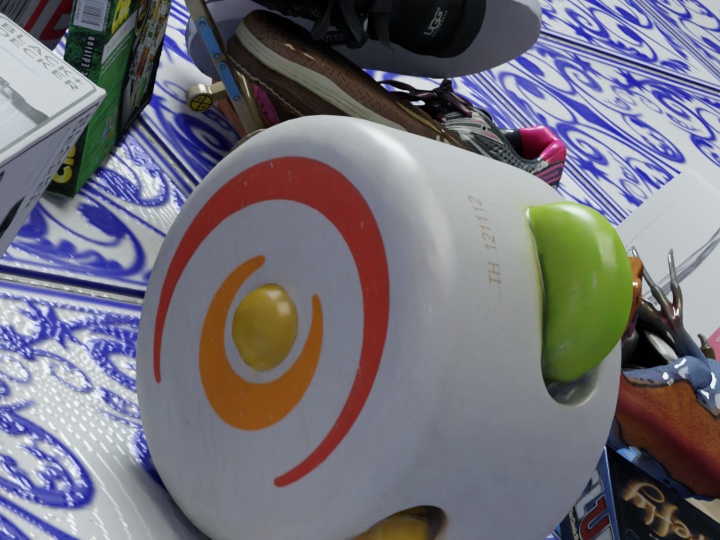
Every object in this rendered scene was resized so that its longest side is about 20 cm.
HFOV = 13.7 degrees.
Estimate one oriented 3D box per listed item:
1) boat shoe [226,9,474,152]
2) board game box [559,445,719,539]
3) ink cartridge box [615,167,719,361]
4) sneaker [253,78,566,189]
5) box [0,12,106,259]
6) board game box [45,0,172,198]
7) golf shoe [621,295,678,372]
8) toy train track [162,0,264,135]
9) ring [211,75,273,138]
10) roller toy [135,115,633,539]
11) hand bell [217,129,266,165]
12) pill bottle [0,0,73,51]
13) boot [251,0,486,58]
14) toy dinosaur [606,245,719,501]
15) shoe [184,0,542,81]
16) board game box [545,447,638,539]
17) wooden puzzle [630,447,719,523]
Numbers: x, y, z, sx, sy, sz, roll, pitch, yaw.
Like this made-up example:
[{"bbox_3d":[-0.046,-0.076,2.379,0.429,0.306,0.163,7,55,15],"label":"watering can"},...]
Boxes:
[{"bbox_3d":[-0.008,-0.062,1.549,0.202,0.075,0.075,32,10,-45],"label":"boat shoe"},{"bbox_3d":[0.172,0.178,1.323,0.200,0.035,0.136,34,30,-27],"label":"board game box"},{"bbox_3d":[0.228,0.045,1.655,0.147,0.083,0.200,49,1,-29],"label":"ink cartridge box"},{"bbox_3d":[0.026,-0.075,1.666,0.200,0.075,0.081,20,23,-37],"label":"sneaker"},{"bbox_3d":[-0.178,-0.025,1.177,0.060,0.117,0.200,35,17,1],"label":"box"},{"bbox_3d":[-0.123,-0.113,1.512,0.023,0.105,0.200,16,17,2],"label":"board game box"},{"bbox_3d":[0.127,0.042,1.566,0.092,0.073,0.200,33,3,22],"label":"golf shoe"},{"bbox_3d":[-0.077,-0.094,1.536,0.200,0.032,0.115,67,4,-50],"label":"toy train track"},{"bbox_3d":[-0.003,-0.055,1.714,0.200,0.019,0.201,32,19,-12],"label":"ring"},{"bbox_3d":[0.001,0.036,1.235,0.139,0.201,0.182,15,16,-44],"label":"roller toy"},{"bbox_3d":[0.023,0.014,1.426,0.199,0.104,0.104,20,23,-28],"label":"hand bell"},{"bbox_3d":[-0.162,-0.210,1.533,0.112,0.200,0.112,31,18,-11],"label":"pill bottle"},{"bbox_3d":[-0.041,-0.173,1.550,0.198,0.074,0.162,34,14,33],"label":"boot"},{"bbox_3d":[0.147,0.056,1.343,0.200,0.105,0.181,32,1,10],"label":"toy dinosaur"},{"bbox_3d":[0.001,-0.161,1.682,0.199,0.072,0.091,-4,50,5],"label":"shoe"},{"bbox_3d":[0.081,0.111,1.400,0.200,0.045,0.152,12,29,-51],"label":"board game box"},{"bbox_3d":[0.209,0.146,1.553,0.200,0.037,0.185,22,19,-50],"label":"wooden puzzle"}]
